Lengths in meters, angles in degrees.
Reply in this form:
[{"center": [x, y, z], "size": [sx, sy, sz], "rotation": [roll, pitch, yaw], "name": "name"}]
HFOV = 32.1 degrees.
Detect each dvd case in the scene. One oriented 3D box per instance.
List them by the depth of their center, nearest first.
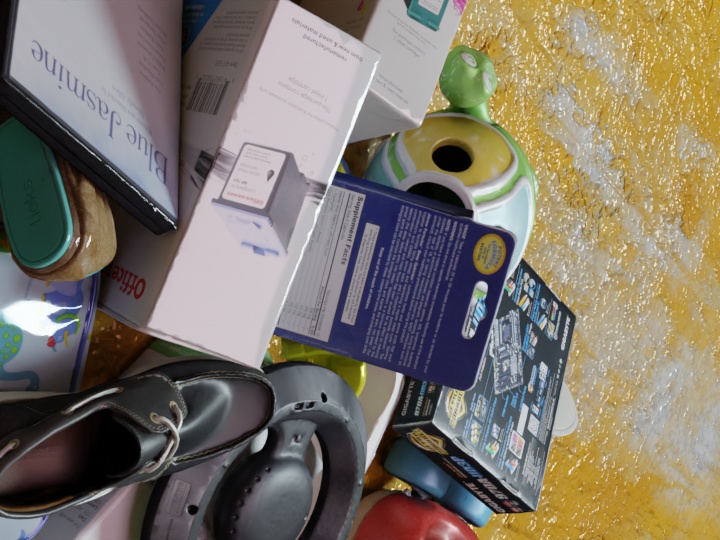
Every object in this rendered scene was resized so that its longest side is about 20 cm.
[{"center": [-0.145, -0.137, 0.687], "size": [0.143, 0.017, 0.202], "rotation": [45, 33, -49], "name": "dvd case"}]

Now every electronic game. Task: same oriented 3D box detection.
[{"center": [-0.066, 0.157, 0.836], "size": [0.199, 0.041, 0.203], "rotation": [-26, 126, -41], "name": "electronic game"}]

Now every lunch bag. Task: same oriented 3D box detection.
[{"center": [-0.233, 0.061, 0.703], "size": [0.160, 0.082, 0.203], "rotation": [5, 101, -49], "name": "lunch bag"}]

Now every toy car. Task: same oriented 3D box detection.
[{"center": [0.090, 0.277, 1.079], "size": [0.177, 0.199, 0.186], "rotation": [41, 74, -49], "name": "toy car"}]

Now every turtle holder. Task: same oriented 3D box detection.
[{"center": [0.072, -0.056, 0.937], "size": [0.186, 0.141, 0.132], "rotation": [-49, 177, 17], "name": "turtle holder"}]

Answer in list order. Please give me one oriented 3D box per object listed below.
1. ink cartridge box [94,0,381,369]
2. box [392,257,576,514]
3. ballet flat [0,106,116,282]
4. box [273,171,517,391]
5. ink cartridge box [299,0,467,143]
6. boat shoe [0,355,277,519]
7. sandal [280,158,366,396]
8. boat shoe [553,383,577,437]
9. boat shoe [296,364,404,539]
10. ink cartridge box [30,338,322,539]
[{"center": [-0.088, -0.059, 0.764], "size": [0.085, 0.146, 0.202], "rotation": [21, 88, -32], "name": "ink cartridge box"}, {"center": [0.113, 0.083, 1.076], "size": [0.159, 0.046, 0.202], "rotation": [42, 52, -36], "name": "box"}, {"center": [-0.174, -0.087, 0.684], "size": [0.202, 0.067, 0.072], "rotation": [69, 16, 14], "name": "ballet flat"}, {"center": [0.000, 0.000, 0.869], "size": [0.032, 0.197, 0.123], "rotation": [-56, 162, -74], "name": "box"}, {"center": [0.018, -0.192, 0.850], "size": [0.067, 0.116, 0.202], "rotation": [30, 71, -30], "name": "ink cartridge box"}, {"center": [-0.127, 0.095, 0.700], "size": [0.198, 0.067, 0.073], "rotation": [-8, 107, -36], "name": "boat shoe"}, {"center": [-0.033, -0.004, 0.934], "size": [0.087, 0.078, 0.203], "rotation": [-64, 153, -72], "name": "sandal"}, {"center": [0.142, 0.138, 1.195], "size": [0.199, 0.060, 0.075], "rotation": [-2, 65, -54], "name": "boat shoe"}, {"center": [-0.023, 0.150, 1.004], "size": [0.202, 0.071, 0.068], "rotation": [-68, 162, 1], "name": "boat shoe"}, {"center": [-0.132, 0.149, 0.855], "size": [0.200, 0.084, 0.147], "rotation": [-47, 137, -27], "name": "ink cartridge box"}]
